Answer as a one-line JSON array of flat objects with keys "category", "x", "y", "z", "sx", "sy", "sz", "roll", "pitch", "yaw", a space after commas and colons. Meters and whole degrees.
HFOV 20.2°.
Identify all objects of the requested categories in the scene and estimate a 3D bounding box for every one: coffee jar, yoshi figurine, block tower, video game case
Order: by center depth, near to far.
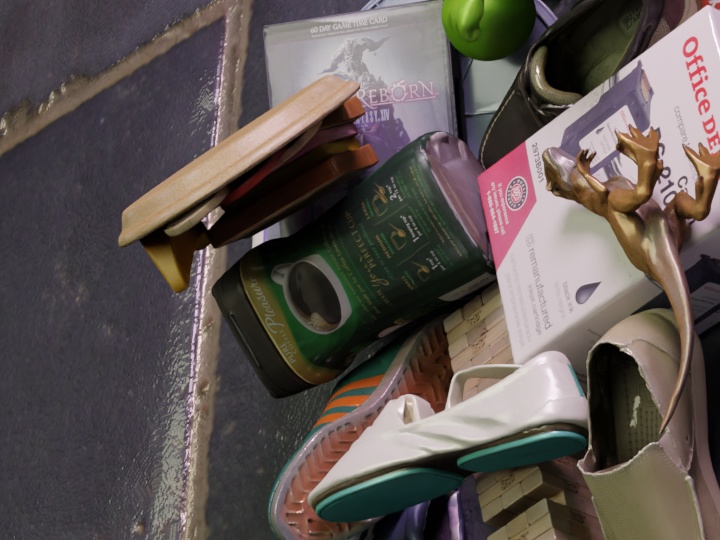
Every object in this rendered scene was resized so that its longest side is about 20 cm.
[{"category": "block tower", "x": 0.101, "y": 0.099, "z": 1.256, "sx": 0.054, "sy": 0.058, "sz": 0.201, "roll": -39, "pitch": 43, "yaw": 33}, {"category": "yoshi figurine", "x": 0.106, "y": -0.186, "z": 1.264, "sx": 0.200, "sy": 0.112, "sz": 0.113, "roll": -8, "pitch": 60, "yaw": 63}, {"category": "coffee jar", "x": 0.000, "y": 0.000, "z": 1.326, "sx": 0.199, "sy": 0.085, "sz": 0.105, "roll": -32, "pitch": 87, "yaw": 26}, {"category": "video game case", "x": 0.006, "y": -0.076, "z": 1.380, "sx": 0.142, "sy": 0.019, "sz": 0.202, "roll": -5, "pitch": 91, "yaw": 27}]

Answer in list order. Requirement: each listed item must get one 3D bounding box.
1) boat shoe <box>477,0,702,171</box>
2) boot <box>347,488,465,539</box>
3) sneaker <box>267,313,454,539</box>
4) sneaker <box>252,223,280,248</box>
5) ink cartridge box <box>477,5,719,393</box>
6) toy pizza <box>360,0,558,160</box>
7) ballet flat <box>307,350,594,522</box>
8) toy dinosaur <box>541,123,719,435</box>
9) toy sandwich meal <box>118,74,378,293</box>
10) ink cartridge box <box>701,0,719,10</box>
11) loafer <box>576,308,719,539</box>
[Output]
[{"category": "boat shoe", "x": 0.130, "y": -0.122, "z": 1.268, "sx": 0.201, "sy": 0.066, "sz": 0.072, "roll": -47, "pitch": 68, "yaw": 37}, {"category": "boot", "x": 0.017, "y": 0.228, "z": 1.280, "sx": 0.090, "sy": 0.072, "sz": 0.201, "roll": -27, "pitch": 49, "yaw": 43}, {"category": "sneaker", "x": 0.003, "y": 0.111, "z": 1.325, "sx": 0.200, "sy": 0.071, "sz": 0.080, "roll": -45, "pitch": 9, "yaw": -30}, {"category": "sneaker", "x": 0.001, "y": -0.064, "z": 1.451, "sx": 0.146, "sy": 0.080, "sz": 0.201, "roll": -17, "pitch": 53, "yaw": 52}, {"category": "ink cartridge box", "x": 0.176, "y": -0.039, "z": 1.207, "sx": 0.200, "sy": 0.084, "sz": 0.146, "roll": -37, "pitch": 47, "yaw": 35}, {"category": "toy pizza", "x": 0.064, "y": -0.105, "z": 1.377, "sx": 0.199, "sy": 0.032, "sz": 0.202, "roll": 1, "pitch": 93, "yaw": 26}, {"category": "ballet flat", "x": 0.052, "y": 0.098, "z": 1.213, "sx": 0.199, "sy": 0.069, "sz": 0.070, "roll": -22, "pitch": 54, "yaw": 33}, {"category": "toy dinosaur", "x": 0.163, "y": -0.018, "z": 1.112, "sx": 0.200, "sy": 0.060, "sz": 0.107, "roll": -116, "pitch": 32, "yaw": -47}, {"category": "toy sandwich meal", "x": -0.067, "y": -0.053, "z": 1.299, "sx": 0.204, "sy": 0.070, "sz": 0.205, "roll": -33, "pitch": 7, "yaw": 4}, {"category": "ink cartridge box", "x": 0.228, "y": -0.171, "z": 1.256, "sx": 0.200, "sy": 0.037, "sz": 0.095, "roll": -44, "pitch": 42, "yaw": 32}, {"category": "loafer", "x": 0.159, "y": 0.121, "z": 1.131, "sx": 0.075, "sy": 0.068, "sz": 0.202, "roll": -20, "pitch": 74, "yaw": 46}]
